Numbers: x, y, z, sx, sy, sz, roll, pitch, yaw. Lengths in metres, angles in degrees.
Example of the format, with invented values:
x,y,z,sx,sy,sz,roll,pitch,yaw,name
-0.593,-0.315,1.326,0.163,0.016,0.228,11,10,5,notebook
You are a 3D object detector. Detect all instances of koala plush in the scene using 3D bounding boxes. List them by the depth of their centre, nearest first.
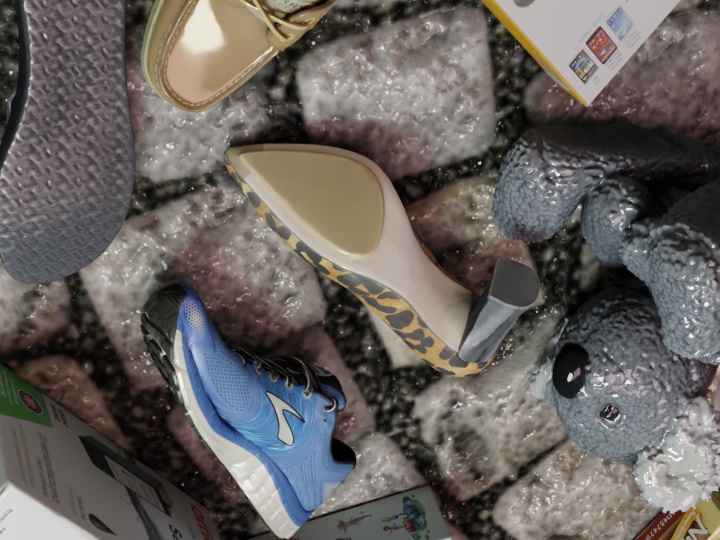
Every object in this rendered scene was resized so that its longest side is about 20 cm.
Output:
x,y,z,sx,sy,sz,roll,pitch,yaw,name
0.176,0.032,0.844,0.182,0.177,0.203,-10,123,-39,koala plush

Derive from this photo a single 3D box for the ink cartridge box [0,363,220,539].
x,y,z,sx,sy,sz,roll,pitch,yaw,name
-0.166,0.161,0.830,0.084,0.146,0.200,-45,123,5,ink cartridge box

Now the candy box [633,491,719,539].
x,y,z,sx,sy,sz,roll,pitch,yaw,name
0.286,0.252,1.074,0.199,0.055,0.116,34,106,-31,candy box

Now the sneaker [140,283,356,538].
x,y,z,sx,sy,sz,roll,pitch,yaw,name
-0.063,0.073,0.861,0.089,0.079,0.201,-36,131,-6,sneaker

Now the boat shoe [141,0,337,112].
x,y,z,sx,sy,sz,roll,pitch,yaw,name
-0.041,-0.158,0.721,0.074,0.067,0.201,31,108,-29,boat shoe

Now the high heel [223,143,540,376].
x,y,z,sx,sy,sz,roll,pitch,yaw,name
0.000,0.000,0.845,0.198,0.072,0.143,27,156,0,high heel

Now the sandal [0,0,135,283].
x,y,z,sx,sy,sz,roll,pitch,yaw,name
-0.156,-0.091,0.750,0.075,0.043,0.203,2,111,-26,sandal

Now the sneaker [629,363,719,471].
x,y,z,sx,sy,sz,roll,pitch,yaw,name
0.250,0.068,0.941,0.087,0.076,0.202,8,121,-26,sneaker

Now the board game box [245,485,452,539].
x,y,z,sx,sy,sz,roll,pitch,yaw,name
-0.029,0.247,0.974,0.197,0.064,0.149,-16,123,-8,board game box

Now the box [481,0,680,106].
x,y,z,sx,sy,sz,roll,pitch,yaw,name
0.117,-0.175,0.742,0.119,0.042,0.199,-48,136,6,box
